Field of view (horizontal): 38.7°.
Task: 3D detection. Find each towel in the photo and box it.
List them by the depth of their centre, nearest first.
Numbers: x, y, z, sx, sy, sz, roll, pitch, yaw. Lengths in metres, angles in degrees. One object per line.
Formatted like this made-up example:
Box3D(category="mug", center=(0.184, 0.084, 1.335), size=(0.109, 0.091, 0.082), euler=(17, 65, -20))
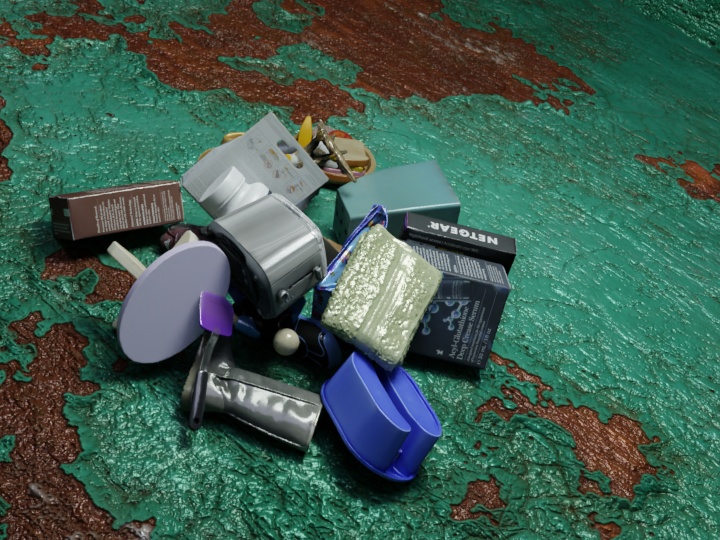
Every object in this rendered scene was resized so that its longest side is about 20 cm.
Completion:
Box3D(category="towel", center=(0.033, 0.037, 1.526), size=(0.147, 0.037, 0.201), euler=(33, 57, -6))

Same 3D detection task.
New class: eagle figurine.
Box3D(category="eagle figurine", center=(-0.126, -0.178, 1.836), size=(0.151, 0.199, 0.153), euler=(45, 18, -40))

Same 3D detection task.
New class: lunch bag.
Box3D(category="lunch bag", center=(0.000, 0.000, 1.645), size=(0.093, 0.151, 0.202), euler=(22, 60, 7))

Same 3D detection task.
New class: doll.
Box3D(category="doll", center=(-0.144, 0.049, 1.566), size=(0.135, 0.049, 0.201), euler=(-18, 49, -20))

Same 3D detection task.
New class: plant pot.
Box3D(category="plant pot", center=(0.057, -0.097, 1.863), size=(0.197, 0.143, 0.142), euler=(-6, 41, -18))

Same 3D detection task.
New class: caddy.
Box3D(category="caddy", center=(0.024, 0.214, 1.481), size=(0.140, 0.105, 0.201), euler=(18, 28, -42))

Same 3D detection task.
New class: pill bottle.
Box3D(category="pill bottle", center=(-0.168, -0.072, 1.691), size=(0.200, 0.111, 0.112), euler=(45, 33, -16))

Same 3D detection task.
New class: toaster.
Box3D(category="toaster", center=(-0.139, -0.030, 1.528), size=(0.128, 0.115, 0.200), euler=(-30, 48, -23))

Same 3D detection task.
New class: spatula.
Box3D(category="spatula", center=(-0.216, 0.127, 1.446), size=(0.056, 0.020, 0.203), euler=(21, 66, -31))

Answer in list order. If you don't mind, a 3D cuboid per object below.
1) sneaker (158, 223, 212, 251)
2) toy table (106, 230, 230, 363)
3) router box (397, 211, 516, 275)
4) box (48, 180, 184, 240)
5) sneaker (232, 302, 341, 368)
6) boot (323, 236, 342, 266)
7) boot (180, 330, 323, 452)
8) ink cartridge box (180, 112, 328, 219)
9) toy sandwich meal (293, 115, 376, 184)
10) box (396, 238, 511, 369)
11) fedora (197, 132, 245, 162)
Box3D(category="sneaker", center=(-0.292, -0.020, 1.686), size=(0.114, 0.077, 0.200), euler=(17, 26, 10))
Box3D(category="toy table", center=(-0.287, 0.031, 1.515), size=(0.199, 0.185, 0.117), euler=(-40, 32, -8))
Box3D(category="router box", center=(0.155, -0.007, 1.774), size=(0.197, 0.151, 0.051), euler=(14, 37, -6))
Box3D(category="box", center=(-0.403, -0.102, 1.702), size=(0.198, 0.076, 0.100), euler=(-11, 11, -33))
Box3D(category="sneaker", center=(-0.119, 0.098, 1.603), size=(0.077, 0.071, 0.199), euler=(-28, 50, -37))
Box3D(category="boot", center=(-0.045, -0.018, 1.791), size=(0.198, 0.074, 0.075), euler=(27, 19, 6))
Box3D(category="boot", center=(-0.147, 0.164, 1.500), size=(0.197, 0.073, 0.184), euler=(11, 50, 3))
Box3D(category="ink cartridge box", center=(-0.179, -0.156, 1.740), size=(0.163, 0.199, 0.057), euler=(47, 9, -27))
Box3D(category="toy sandwich meal", center=(-0.053, -0.244, 2.058), size=(0.202, 0.071, 0.207), euler=(11, 37, -8))
Box3D(category="box", center=(0.126, 0.053, 1.668), size=(0.197, 0.150, 0.107), euler=(13, 20, -5))
Box3D(category="fedora", center=(-0.208, -0.204, 1.933), size=(0.197, 0.083, 0.202), euler=(11, 36, -8))
